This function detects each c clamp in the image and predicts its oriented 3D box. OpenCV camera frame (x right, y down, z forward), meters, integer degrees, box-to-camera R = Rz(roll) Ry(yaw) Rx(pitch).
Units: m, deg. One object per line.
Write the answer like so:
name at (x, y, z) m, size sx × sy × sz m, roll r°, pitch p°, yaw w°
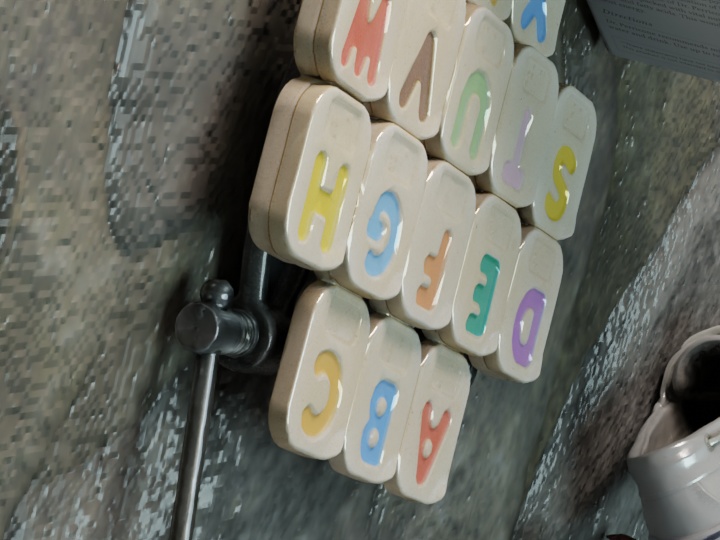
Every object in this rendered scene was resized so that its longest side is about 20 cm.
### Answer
c clamp at (0.000, 0.000, 0.852) m, size 0.200 × 0.027 × 0.171 m, roll -2°, pitch 102°, yaw -62°

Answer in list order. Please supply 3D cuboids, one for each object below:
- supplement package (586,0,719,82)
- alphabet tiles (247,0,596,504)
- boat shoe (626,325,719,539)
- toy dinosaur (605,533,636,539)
supplement package at (0.133, -0.155, 0.902) m, size 0.120 × 0.121 × 0.200 m, roll -64°, pitch 154°, yaw -17°
alphabet tiles at (0.025, -0.032, 0.842) m, size 0.200 × 0.015 × 0.196 m, roll 30°, pitch 73°, yaw -62°
boat shoe at (0.155, 0.054, 1.152) m, size 0.066 × 0.072 × 0.200 m, roll 63°, pitch 35°, yaw -13°
toy dinosaur at (0.070, 0.205, 1.056) m, size 0.182 × 0.105 × 0.200 m, roll -54°, pitch 169°, yaw 8°
